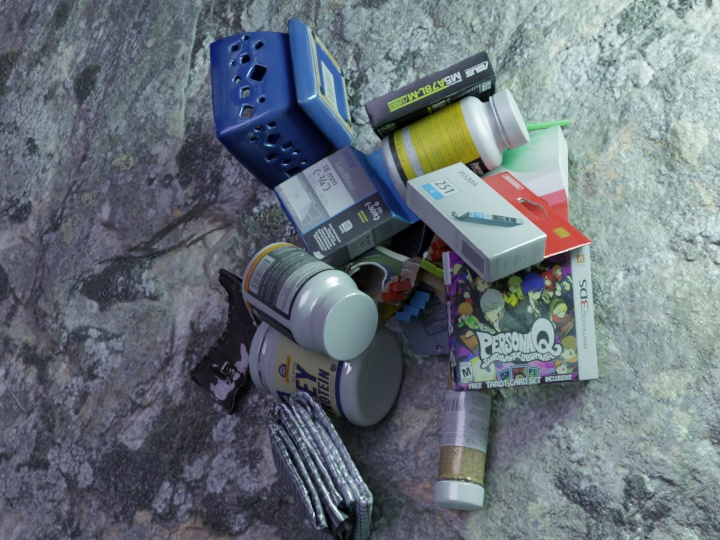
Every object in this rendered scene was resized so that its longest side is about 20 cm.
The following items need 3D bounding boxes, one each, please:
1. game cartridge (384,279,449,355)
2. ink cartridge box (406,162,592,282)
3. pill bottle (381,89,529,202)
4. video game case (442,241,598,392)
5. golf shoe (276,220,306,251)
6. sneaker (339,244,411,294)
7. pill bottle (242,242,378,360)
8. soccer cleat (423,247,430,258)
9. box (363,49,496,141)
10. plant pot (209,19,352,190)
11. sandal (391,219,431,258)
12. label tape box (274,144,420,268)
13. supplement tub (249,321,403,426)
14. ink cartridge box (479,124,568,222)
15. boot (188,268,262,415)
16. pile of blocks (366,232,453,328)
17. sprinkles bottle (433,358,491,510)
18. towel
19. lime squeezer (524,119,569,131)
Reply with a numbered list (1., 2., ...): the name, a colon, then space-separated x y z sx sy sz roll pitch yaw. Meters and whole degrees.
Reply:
1. game cartridge: 0.146 0.048 1.457 0.197 0.135 0.041 -17 18 25
2. ink cartridge box: 0.183 -0.079 1.372 0.174 0.045 0.200 -20 42 -23
3. pill bottle: 0.138 -0.182 1.495 0.197 0.111 0.113 -24 59 17
4. video game case: 0.211 0.060 1.364 0.196 0.036 0.185 -3 89 -9
5. golf shoe: -0.056 -0.078 1.658 0.200 0.097 0.078 -45 86 0
6. sneaker: 0.000 0.000 1.565 0.198 0.089 0.068 17 116 42
7. pill bottle: -0.070 0.043 1.431 0.199 0.116 0.118 28 85 47
8. soccer cleat: 0.185 -0.009 1.500 0.197 0.068 0.075 -9 84 27
9. box: 0.107 -0.252 1.540 0.190 0.200 0.048 -21 88 6
10. plant pot: -0.124 -0.281 1.720 0.177 0.200 0.203 -18 61 17
11. sandal: 0.101 -0.110 1.604 0.075 0.048 0.204 22 95 35
12. label tape box: -0.010 -0.107 1.554 0.198 0.064 0.145 -30 66 -6
13. supplement tub: -0.052 0.139 1.525 0.197 0.145 0.148 9 75 34
14. ink cartridge box: 0.217 -0.111 1.479 0.159 0.050 0.202 -17 35 24
15. boot: -0.220 0.112 1.686 0.174 0.069 0.200 -47 56 5
16. pile of blocks: 0.076 0.023 1.407 0.200 0.062 0.082 -45 79 23
17. sprinkles bottle: 0.144 0.221 1.418 0.067 0.068 0.204 -3 69 30
18. towel: -0.063 0.288 1.445 0.084 0.167 0.202 -24 64 -16
19. lime squeezer: 0.212 -0.210 1.563 0.197 0.070 0.039 1 90 32
